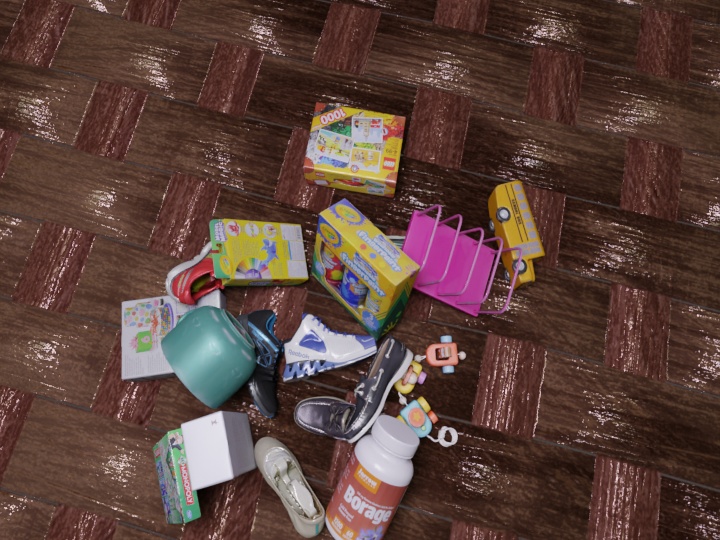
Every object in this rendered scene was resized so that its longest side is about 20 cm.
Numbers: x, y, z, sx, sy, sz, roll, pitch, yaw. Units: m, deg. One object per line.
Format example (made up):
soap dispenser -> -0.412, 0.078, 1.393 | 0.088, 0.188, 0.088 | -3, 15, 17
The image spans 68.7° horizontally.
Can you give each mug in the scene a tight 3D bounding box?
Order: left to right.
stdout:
mug -> -0.261, 0.127, 0.915 | 0.114, 0.152, 0.186 | -39, 78, -6

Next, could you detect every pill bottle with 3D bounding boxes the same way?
pill bottle -> 0.024, 0.361, 0.903 | 0.109, 0.112, 0.206 | 25, 98, 7

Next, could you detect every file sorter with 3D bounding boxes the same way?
file sorter -> 0.185, -0.017, 0.993 | 0.195, 0.125, 0.144 | 24, 78, -16

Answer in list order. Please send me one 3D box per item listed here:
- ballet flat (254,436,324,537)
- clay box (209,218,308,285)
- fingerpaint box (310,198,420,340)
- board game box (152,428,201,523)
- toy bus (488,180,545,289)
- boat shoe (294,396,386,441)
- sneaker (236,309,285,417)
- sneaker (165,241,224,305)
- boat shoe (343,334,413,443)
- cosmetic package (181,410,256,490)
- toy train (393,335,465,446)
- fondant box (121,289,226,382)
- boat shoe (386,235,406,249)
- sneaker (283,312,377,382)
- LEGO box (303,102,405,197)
ballet flat -> -0.126, 0.370, 0.934 | 0.069, 0.070, 0.200 | -38, 64, -9
clay box -> -0.200, -0.033, 1.020 | 0.194, 0.047, 0.119 | 1, 71, -37
fingerpaint box -> 0.000, 0.000, 0.979 | 0.072, 0.170, 0.200 | -32, 65, -33
board game box -> -0.317, 0.355, 0.897 | 0.028, 0.200, 0.139 | -7, 72, -31
toy bus -> 0.316, -0.071, 1.074 | 0.075, 0.065, 0.207 | -12, 75, -6
boat shoe -> -0.030, 0.278, 0.980 | 0.192, 0.065, 0.075 | 14, 73, 3
sneaker -> -0.181, 0.172, 1.004 | 0.079, 0.073, 0.207 | -16, 76, -3
sneaker -> -0.279, 0.001, 1.021 | 0.083, 0.079, 0.200 | 23, 51, 30
boat shoe -> 0.022, 0.206, 0.937 | 0.060, 0.074, 0.202 | 41, 67, -9
cosmetic package -> -0.236, 0.304, 0.904 | 0.069, 0.201, 0.105 | -15, 74, -5
toy train -> 0.133, 0.225, 1.000 | 0.144, 0.056, 0.208 | 2, 75, 1
fondant box -> -0.359, 0.127, 1.025 | 0.192, 0.058, 0.150 | -7, 75, -3
boat shoe -> 0.097, -0.033, 1.064 | 0.191, 0.062, 0.075 | 1, 75, -1
sneaker -> -0.066, 0.133, 1.011 | 0.192, 0.081, 0.119 | -14, 77, -2
LEGO box -> -0.011, -0.254, 1.115 | 0.192, 0.077, 0.155 | 9, 75, 2
